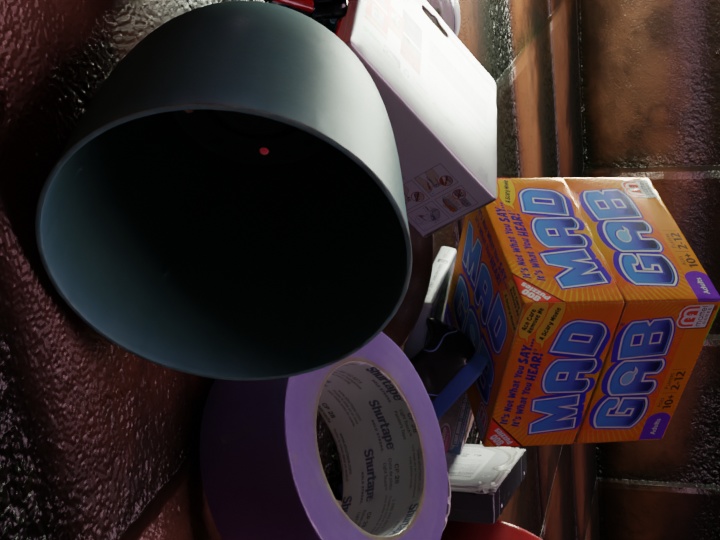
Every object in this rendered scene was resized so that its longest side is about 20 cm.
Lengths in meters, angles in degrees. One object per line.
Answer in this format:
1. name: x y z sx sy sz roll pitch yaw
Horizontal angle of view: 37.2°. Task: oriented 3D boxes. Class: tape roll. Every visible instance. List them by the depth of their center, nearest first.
1. tape roll: -0.022 0.142 0.811 0.200 0.085 0.200 31 49 -43

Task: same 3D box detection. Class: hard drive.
1. hard drive: 0.105 0.236 1.215 0.200 0.139 0.038 -16 105 -70

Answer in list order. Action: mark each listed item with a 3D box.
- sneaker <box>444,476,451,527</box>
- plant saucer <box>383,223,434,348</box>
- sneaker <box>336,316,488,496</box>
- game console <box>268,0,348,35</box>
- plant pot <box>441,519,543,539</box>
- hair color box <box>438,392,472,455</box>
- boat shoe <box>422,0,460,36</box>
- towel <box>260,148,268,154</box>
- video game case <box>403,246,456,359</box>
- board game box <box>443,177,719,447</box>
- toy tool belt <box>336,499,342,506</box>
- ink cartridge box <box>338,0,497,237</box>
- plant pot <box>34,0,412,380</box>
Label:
1. sneaker: 0.031 0.267 1.070 0.085 0.074 0.200 -94 -154 -80
2. plant saucer: 0.000 0.000 0.986 0.200 0.034 0.201 -22 119 -48
3. sneaker: 0.035 0.136 1.056 0.200 0.078 0.070 -47 175 -6
4. game console: -0.091 -0.237 0.725 0.172 0.118 0.200 121 -42 -65
5. plant pot: 0.127 0.401 1.199 0.183 0.200 0.201 -67 151 -42
6. hair color box: 0.110 0.151 1.278 0.200 0.060 0.100 -3 106 -80
7. boat shoe: 0.055 -0.317 1.185 0.200 0.073 0.065 61 38 -38
8. towel: -0.049 -0.043 0.842 0.145 0.022 0.200 -45 140 -24
9. video game case: 0.067 0.093 1.186 0.182 0.023 0.200 -56 157 -67
10. board game box: 0.218 0.041 1.117 0.200 0.199 0.200 -103 -164 -49
11. toy tool belt: 0.000 0.272 0.929 0.200 0.123 0.125 -17 107 -71
12. ink cartridge box: 0.032 -0.162 0.943 0.200 0.084 0.176 43 36 -29
13. plant pot: -0.070 -0.061 0.625 0.161 0.200 0.201 -87 165 -46
